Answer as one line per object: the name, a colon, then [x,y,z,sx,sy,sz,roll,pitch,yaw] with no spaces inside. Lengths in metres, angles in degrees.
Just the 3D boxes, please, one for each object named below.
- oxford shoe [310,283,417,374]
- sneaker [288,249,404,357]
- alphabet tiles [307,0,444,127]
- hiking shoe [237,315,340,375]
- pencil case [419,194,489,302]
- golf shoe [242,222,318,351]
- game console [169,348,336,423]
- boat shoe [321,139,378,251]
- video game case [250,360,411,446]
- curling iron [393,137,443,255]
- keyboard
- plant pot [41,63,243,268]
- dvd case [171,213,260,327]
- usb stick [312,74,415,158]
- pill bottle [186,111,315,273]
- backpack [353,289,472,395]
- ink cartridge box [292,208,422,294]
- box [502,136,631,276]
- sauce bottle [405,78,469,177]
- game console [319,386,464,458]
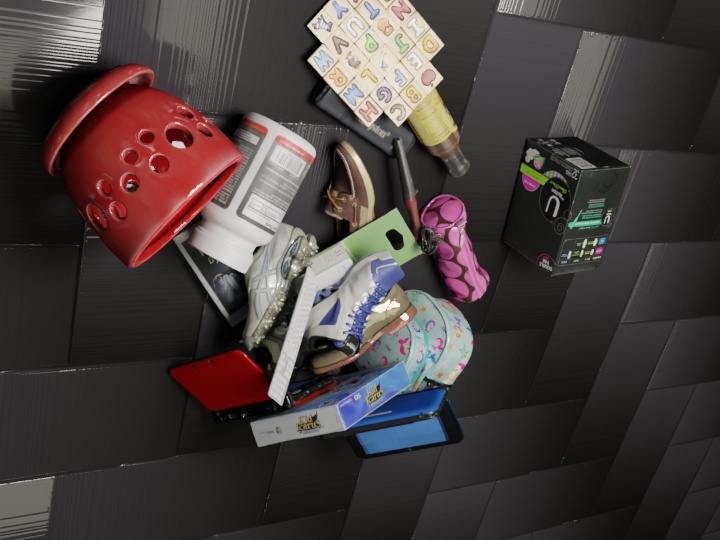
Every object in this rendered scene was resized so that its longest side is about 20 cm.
oxford shoe: [-0.007,0.092,1.414,0.199,0.070,0.075,-35,105,-9]
sneaker: [-0.009,0.067,1.340,0.198,0.116,0.081,-32,145,11]
alphabet tiles: [0.024,-0.313,1.249,0.167,0.006,0.200,-47,113,-2]
hiking shoe: [-0.116,0.131,1.454,0.100,0.076,0.200,-36,131,13]
pencil case: [0.167,-0.031,1.506,0.091,0.093,0.201,-49,137,-21]
golf shoe: [-0.144,0.020,1.318,0.201,0.097,0.078,-63,166,8]
game console: [-0.170,0.167,1.379,0.172,0.199,0.120,-22,93,-46]
boat shoe: [-0.023,-0.106,1.355,0.071,0.072,0.201,-26,136,-17]
video game case: [-0.045,0.209,1.375,0.199,0.180,0.046,-23,93,-55]
curling iron: [0.088,-0.117,1.381,0.026,0.049,0.202,-45,124,-48]
keyboard: [-0.097,0.095,1.285,0.056,0.011,0.202,67,36,-65]
plant pot: [-0.274,-0.132,1.067,0.182,0.200,0.201,43,92,-5]
dvd case: [-0.183,-0.024,1.332,0.150,0.025,0.201,-35,132,-10]
usb stick: [0.008,-0.231,1.318,0.199,0.033,0.056,28,100,-41]
pill bottle: [-0.155,-0.107,1.214,0.115,0.116,0.201,29,90,-41]
backpack: [0.090,0.136,1.506,0.150,0.178,0.200,26,110,-42]
ink cartridge box: [0.000,0.000,1.400,0.199,0.048,0.146,-27,145,7]
box: [0.360,-0.115,1.541,0.123,0.149,0.202,-8,123,-30]
sauce bottle: [0.116,-0.226,1.372,0.065,0.065,0.200,-42,134,-3]
game console: [0.055,0.268,1.411,0.198,0.171,0.120,-14,96,16]
